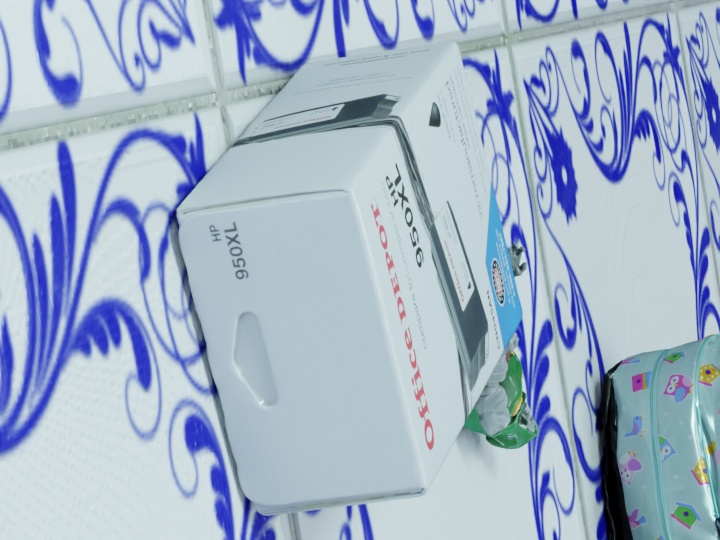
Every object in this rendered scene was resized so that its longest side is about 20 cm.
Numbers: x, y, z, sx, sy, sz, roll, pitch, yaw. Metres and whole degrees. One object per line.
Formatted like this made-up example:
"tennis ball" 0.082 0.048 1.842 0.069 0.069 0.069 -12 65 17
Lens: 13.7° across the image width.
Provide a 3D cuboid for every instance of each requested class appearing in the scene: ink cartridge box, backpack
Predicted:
"ink cartridge box" 0.000 0.000 1.328 0.200 0.084 0.145 -56 134 -63
"backpack" 0.223 0.142 1.875 0.167 0.126 0.201 14 66 -67

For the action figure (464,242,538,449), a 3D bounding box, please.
"action figure" 0.059 0.020 1.555 0.118 0.055 0.200 -82 160 -46
